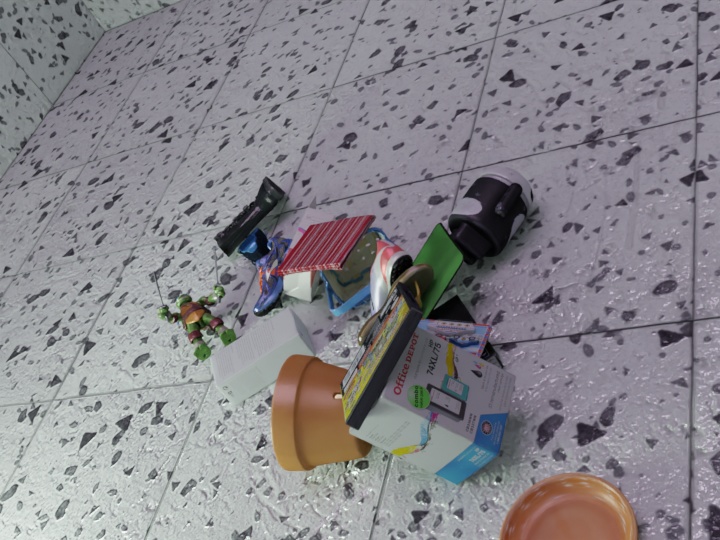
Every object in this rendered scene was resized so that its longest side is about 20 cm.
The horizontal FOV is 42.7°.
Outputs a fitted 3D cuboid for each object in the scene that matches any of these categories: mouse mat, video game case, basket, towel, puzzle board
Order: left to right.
[{"bbox_3d":[-0.069,-0.048,1.823,0.199,0.023,0.145,-6,42,47],"label":"towel"},{"bbox_3d":[0.000,0.000,1.841,0.176,0.139,0.200,-35,28,2],"label":"basket"},{"bbox_3d":[0.029,0.126,1.417,0.201,0.025,0.181,-61,9,8],"label":"video game case"},{"bbox_3d":[0.112,0.119,1.567,0.198,0.018,0.151,5,28,18],"label":"puzzle board"},{"bbox_3d":[0.131,0.006,1.736,0.162,0.007,0.200,-59,20,15],"label":"mouse mat"}]

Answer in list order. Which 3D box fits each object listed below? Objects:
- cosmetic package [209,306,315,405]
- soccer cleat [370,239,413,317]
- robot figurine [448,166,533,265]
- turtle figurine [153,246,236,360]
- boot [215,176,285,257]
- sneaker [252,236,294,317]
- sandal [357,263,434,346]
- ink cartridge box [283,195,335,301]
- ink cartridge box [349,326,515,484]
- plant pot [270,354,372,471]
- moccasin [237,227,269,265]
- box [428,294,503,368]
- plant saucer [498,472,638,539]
[{"bbox_3d":[-0.200,0.173,1.868,0.199,0.071,0.102,-33,36,5],"label":"cosmetic package"},{"bbox_3d":[0.046,0.033,1.728,0.068,0.201,0.073,-18,46,-32],"label":"soccer cleat"},{"bbox_3d":[0.250,-0.106,1.774,0.150,0.125,0.200,16,60,44],"label":"robot figurine"},{"bbox_3d":[-0.363,0.084,2.014,0.194,0.143,0.201,48,128,36],"label":"turtle figurine"},{"bbox_3d":[-0.274,-0.133,2.274,0.200,0.066,0.165,-50,9,6],"label":"boot"},{"bbox_3d":[-0.198,0.012,2.010,0.078,0.075,0.201,21,60,-2],"label":"sneaker"},{"bbox_3d":[0.073,0.075,1.685,0.200,0.080,0.054,-51,53,9],"label":"sandal"},{"bbox_3d":[-0.102,-0.050,1.986,0.067,0.117,0.201,15,54,8],"label":"ink cartridge box"},{"bbox_3d":[0.111,0.208,1.436,0.146,0.199,0.147,-54,12,52],"label":"ink cartridge box"},{"bbox_3d":[-0.054,0.248,1.586,0.139,0.201,0.201,1,48,18],"label":"plant pot"},{"bbox_3d":[-0.242,-0.045,2.138,0.081,0.068,0.200,-46,12,8],"label":"moccasin"},{"bbox_3d":[0.131,0.158,1.640,0.199,0.048,0.194,-33,37,4],"label":"box"},{"bbox_3d":[0.290,0.377,1.281,0.199,0.038,0.201,-23,38,19],"label":"plant saucer"}]
